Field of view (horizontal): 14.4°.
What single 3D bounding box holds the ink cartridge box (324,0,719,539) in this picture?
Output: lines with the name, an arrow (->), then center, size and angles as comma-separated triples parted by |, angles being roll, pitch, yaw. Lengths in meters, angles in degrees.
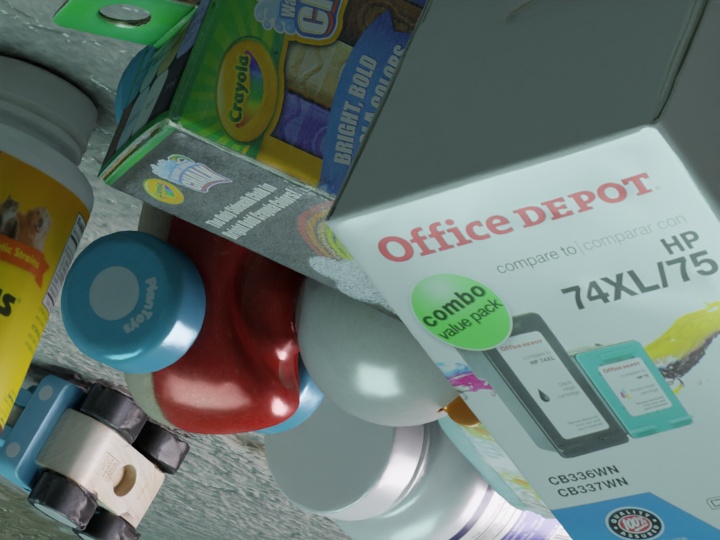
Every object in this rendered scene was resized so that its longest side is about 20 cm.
ink cartridge box -> 0.116, -0.013, 1.042 | 0.146, 0.146, 0.200 | -16, 125, 37

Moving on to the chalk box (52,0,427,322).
chalk box -> -0.026, -0.080, 1.176 | 0.200, 0.124, 0.124 | 26, 163, -14

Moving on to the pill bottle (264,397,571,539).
pill bottle -> 0.044, 0.100, 1.570 | 0.119, 0.120, 0.200 | 6, 173, 39

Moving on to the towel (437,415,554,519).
towel -> 0.136, 0.095, 1.419 | 0.171, 0.048, 0.200 | 12, 164, 21

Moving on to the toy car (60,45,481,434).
toy car -> 0.000, 0.000, 1.302 | 0.199, 0.177, 0.184 | 11, 170, 23

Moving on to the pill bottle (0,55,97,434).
pill bottle -> -0.207, -0.007, 1.468 | 0.109, 0.200, 0.109 | 18, 163, 6

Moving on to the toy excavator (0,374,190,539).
toy excavator -> -0.256, 0.113, 2.094 | 0.200, 0.100, 0.194 | 19, 164, 34
